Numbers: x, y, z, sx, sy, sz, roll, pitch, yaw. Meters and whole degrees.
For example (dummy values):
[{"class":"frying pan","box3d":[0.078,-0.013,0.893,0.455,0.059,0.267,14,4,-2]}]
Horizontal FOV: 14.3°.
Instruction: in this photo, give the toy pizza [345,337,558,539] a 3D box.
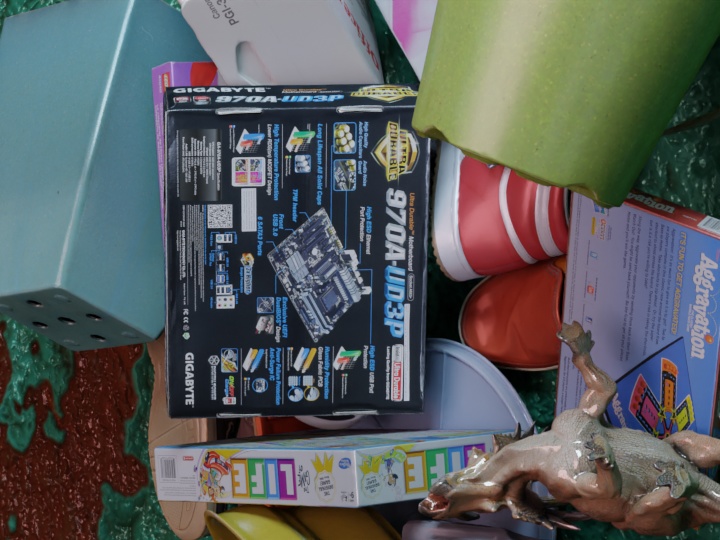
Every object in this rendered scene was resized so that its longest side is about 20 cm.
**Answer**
[{"class":"toy pizza","box3d":[0.059,0.141,1.786,0.200,0.032,0.201,9,102,50]}]

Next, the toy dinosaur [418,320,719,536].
[{"class":"toy dinosaur","box3d":[0.146,0.119,1.621,0.199,0.086,0.136,22,143,5]}]

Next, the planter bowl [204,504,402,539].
[{"class":"planter bowl","box3d":[-0.003,0.201,1.749,0.083,0.201,0.200,-38,54,-11]}]

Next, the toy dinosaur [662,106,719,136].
[{"class":"toy dinosaur","box3d":[0.245,-0.153,1.588,0.106,0.060,0.201,27,101,58]}]

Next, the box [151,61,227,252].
[{"class":"box","box3d":[-0.057,-0.034,1.828,0.039,0.136,0.201,170,97,-65]}]

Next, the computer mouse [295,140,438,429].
[{"class":"computer mouse","box3d":[0.000,0.000,1.789,0.044,0.109,0.201,-113,43,-80]}]

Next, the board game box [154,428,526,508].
[{"class":"board game box","box3d":[-0.013,0.118,1.739,0.200,0.134,0.034,-4,90,52]}]

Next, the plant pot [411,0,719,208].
[{"class":"plant pot","box3d":[0.115,-0.141,1.530,0.200,0.200,0.191,25,95,42]}]

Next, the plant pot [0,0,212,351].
[{"class":"plant pot","box3d":[-0.168,-0.058,1.885,0.141,0.141,0.201,-9,59,45]}]

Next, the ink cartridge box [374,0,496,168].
[{"class":"ink cartridge box","box3d":[0.098,-0.196,1.683,0.196,0.043,0.200,-39,57,16]}]

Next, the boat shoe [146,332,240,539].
[{"class":"boat shoe","box3d":[-0.103,0.080,1.929,0.072,0.065,0.201,-17,76,50]}]

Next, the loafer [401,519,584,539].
[{"class":"loafer","box3d":[0.118,0.187,1.663,0.199,0.072,0.063,6,79,15]}]

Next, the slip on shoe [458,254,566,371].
[{"class":"slip on shoe","box3d":[0.127,0.019,1.698,0.200,0.061,0.074,-10,86,46]}]

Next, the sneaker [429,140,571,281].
[{"class":"sneaker","box3d":[0.102,-0.097,1.715,0.112,0.071,0.201,-8,75,34]}]

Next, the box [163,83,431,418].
[{"class":"box","box3d":[-0.039,-0.010,1.719,0.046,0.158,0.201,-104,14,-69]}]

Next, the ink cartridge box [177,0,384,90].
[{"class":"ink cartridge box","box3d":[-0.055,-0.196,1.761,0.083,0.147,0.200,-22,44,12]}]

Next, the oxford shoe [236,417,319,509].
[{"class":"oxford shoe","box3d":[-0.058,0.091,1.884,0.072,0.071,0.201,0,87,57]}]

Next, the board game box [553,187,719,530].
[{"class":"board game box","box3d":[0.161,0.047,1.627,0.103,0.019,0.201,23,130,28]}]
